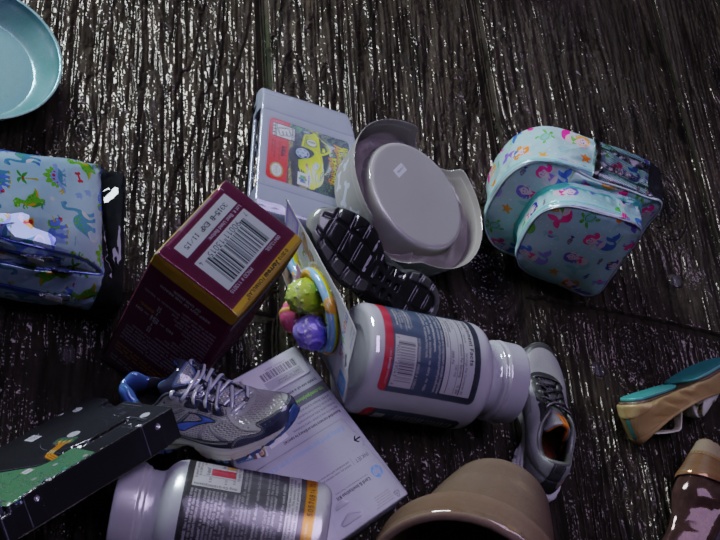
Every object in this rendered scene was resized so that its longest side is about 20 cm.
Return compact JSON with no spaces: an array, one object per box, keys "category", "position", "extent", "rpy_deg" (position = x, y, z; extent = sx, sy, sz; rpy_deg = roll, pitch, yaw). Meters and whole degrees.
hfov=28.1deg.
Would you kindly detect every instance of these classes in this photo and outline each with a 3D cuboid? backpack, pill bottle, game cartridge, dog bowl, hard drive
[{"category":"backpack","position":[0.251,-0.076,1.769],"extent":[0.199,0.178,0.151],"rpy_deg":[24,43,-6]},{"category":"pill bottle","position":[-0.131,0.240,1.344],"extent":[0.198,0.117,0.117],"rpy_deg":[11,51,-3]},{"category":"pill bottle","position":[0.078,0.109,1.573],"extent":[0.199,0.120,0.120],"rpy_deg":[12,52,-22]},{"category":"game cartridge","position":[-0.067,-0.123,1.720],"extent":[0.132,0.041,0.201],"rpy_deg":[18,50,-22]},{"category":"backpack","position":[-0.338,-0.045,1.454],"extent":[0.198,0.154,0.164],"rpy_deg":[3,61,-12]},{"category":"dog bowl","position":[0.053,-0.080,1.712],"extent":[0.199,0.059,0.201],"rpy_deg":[25,48,-31]},{"category":"hard drive","position":[-0.281,0.178,1.315],"extent":[0.199,0.139,0.038],"rpy_deg":[-29,110,-41]}]

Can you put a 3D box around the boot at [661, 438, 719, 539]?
[{"category":"boot","position":[0.443,0.310,1.682],"extent":[0.199,0.072,0.167],"rpy_deg":[31,60,-8]}]

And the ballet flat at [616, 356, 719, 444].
[{"category":"ballet flat","position":[0.388,0.160,1.760],"extent":[0.199,0.068,0.064],"rpy_deg":[-17,94,-34]}]

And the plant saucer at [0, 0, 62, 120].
[{"category":"plant saucer","position":[-0.432,-0.236,1.597],"extent":[0.199,0.036,0.201],"rpy_deg":[15,50,-19]}]

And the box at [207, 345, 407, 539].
[{"category":"box","position":[-0.068,0.192,1.484],"extent":[0.155,0.041,0.200],"rpy_deg":[-28,72,-39]}]

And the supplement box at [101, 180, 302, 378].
[{"category":"supplement box","position":[-0.161,0.029,1.442],"extent":[0.103,0.200,0.131],"rpy_deg":[37,47,1]}]

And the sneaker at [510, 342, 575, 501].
[{"category":"sneaker","position":[0.214,0.165,1.637],"extent":[0.073,0.079,0.201],"rpy_deg":[16,49,-16]}]

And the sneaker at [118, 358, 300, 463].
[{"category":"sneaker","position":[-0.153,0.129,1.374],"extent":[0.077,0.199,0.086],"rpy_deg":[-57,134,-49]}]

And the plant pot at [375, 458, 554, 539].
[{"category":"plant pot","position":[0.123,0.280,1.444],"extent":[0.200,0.201,0.175],"rpy_deg":[37,31,0]}]

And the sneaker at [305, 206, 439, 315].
[{"category":"sneaker","position":[0.000,0.000,1.599],"extent":[0.200,0.079,0.076],"rpy_deg":[42,70,-32]}]

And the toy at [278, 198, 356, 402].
[{"category":"toy","position":[-0.063,0.034,1.534],"extent":[0.047,0.116,0.201],"rpy_deg":[-11,50,-17]}]
